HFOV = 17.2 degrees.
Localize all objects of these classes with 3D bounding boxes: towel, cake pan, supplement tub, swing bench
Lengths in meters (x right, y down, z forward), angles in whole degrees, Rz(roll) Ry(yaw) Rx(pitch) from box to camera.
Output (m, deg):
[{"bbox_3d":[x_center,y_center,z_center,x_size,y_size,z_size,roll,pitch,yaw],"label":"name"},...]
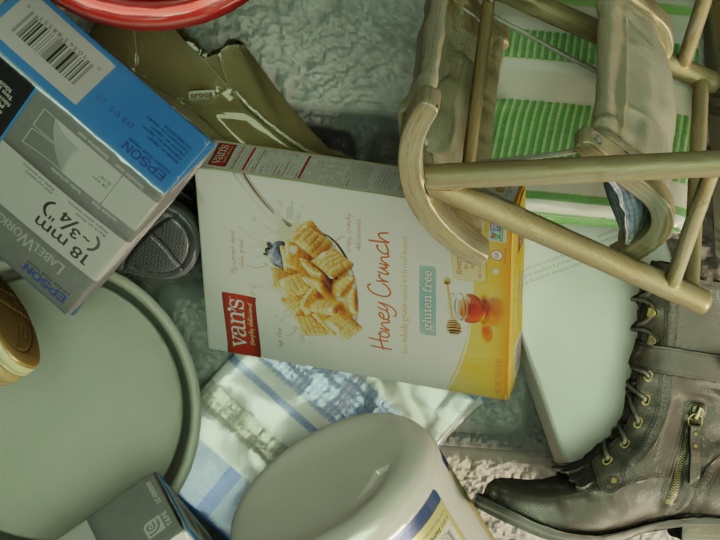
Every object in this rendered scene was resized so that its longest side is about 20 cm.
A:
[{"bbox_3d":[0.137,-0.119,1.491,0.152,0.023,0.200,5,64,-5],"label":"towel"},{"bbox_3d":[-0.200,0.089,1.517,0.200,0.037,0.201,0,91,-1],"label":"cake pan"},{"bbox_3d":[0.024,0.204,1.483,0.144,0.144,0.200,-31,115,-1],"label":"supplement tub"},{"bbox_3d":[-0.027,0.099,1.546,0.147,0.024,0.200,42,92,-6],"label":"towel"},{"bbox_3d":[0.122,-0.103,1.376,0.200,0.199,0.130,11,138,-1],"label":"swing bench"}]

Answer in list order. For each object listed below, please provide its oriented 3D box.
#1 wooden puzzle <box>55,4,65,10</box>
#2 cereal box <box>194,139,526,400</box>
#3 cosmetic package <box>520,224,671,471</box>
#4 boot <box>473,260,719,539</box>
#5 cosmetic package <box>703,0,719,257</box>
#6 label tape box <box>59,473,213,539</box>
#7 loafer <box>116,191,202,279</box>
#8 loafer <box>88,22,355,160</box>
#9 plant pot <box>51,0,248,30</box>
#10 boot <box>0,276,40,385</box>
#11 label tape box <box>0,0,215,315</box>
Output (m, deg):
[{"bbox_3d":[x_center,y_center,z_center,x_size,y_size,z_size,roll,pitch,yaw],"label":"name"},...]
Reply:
[{"bbox_3d":[-0.140,-0.279,1.470,0.185,0.037,0.200,-19,91,-2],"label":"wooden puzzle"},{"bbox_3d":[0.000,0.000,1.462,0.200,0.040,0.144,8,128,13],"label":"cereal box"},{"bbox_3d":[0.156,0.045,1.526,0.113,0.081,0.200,-18,98,-2],"label":"cosmetic package"},{"bbox_3d":[0.171,0.080,1.463,0.200,0.069,0.174,3,94,-12],"label":"boot"},{"bbox_3d":[0.263,-0.105,1.507,0.071,0.105,0.200,-5,94,-3],"label":"cosmetic package"},{"bbox_3d":[-0.167,0.237,1.487,0.200,0.063,0.144,-36,134,0],"label":"label tape box"},{"bbox_3d":[-0.189,-0.050,1.507,0.200,0.063,0.072,22,112,4],"label":"loafer"},{"bbox_3d":[-0.082,-0.109,1.495,0.200,0.076,0.067,30,99,-6],"label":"loafer"},{"bbox_3d":[-0.118,-0.232,1.362,0.200,0.182,0.201,0,90,-2],"label":"plant pot"},{"bbox_3d":[-0.299,0.036,1.465,0.155,0.072,0.200,-45,61,3],"label":"boot"},{"bbox_3d":[-0.196,-0.051,1.403,0.144,0.063,0.200,41,134,-3],"label":"label tape box"}]
